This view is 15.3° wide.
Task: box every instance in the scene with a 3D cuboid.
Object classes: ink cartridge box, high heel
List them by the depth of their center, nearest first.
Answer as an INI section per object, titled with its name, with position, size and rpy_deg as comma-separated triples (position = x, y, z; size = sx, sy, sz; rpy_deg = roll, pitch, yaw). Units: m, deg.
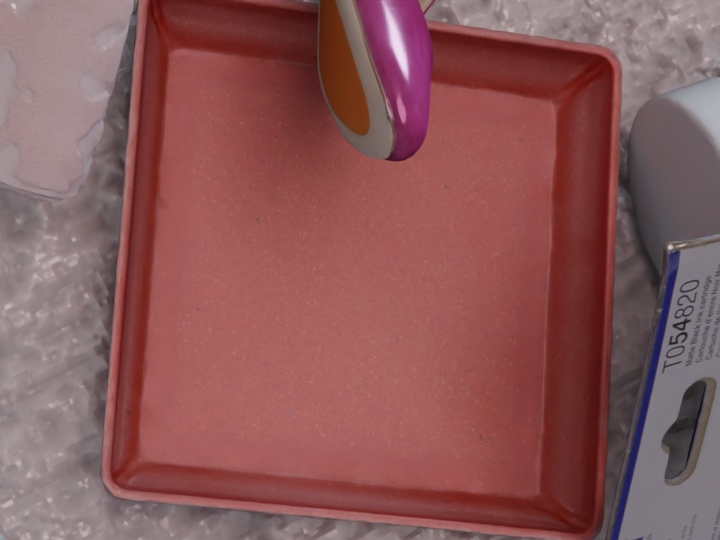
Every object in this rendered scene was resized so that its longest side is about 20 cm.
[high heel]
position = 0.028, -0.108, 1.016
size = 0.096, 0.200, 0.068
rpy_deg = -3, 124, -10
[ink cartridge box]
position = 0.180, 0.034, 1.022
size = 0.199, 0.200, 0.041
rpy_deg = -12, 44, -21

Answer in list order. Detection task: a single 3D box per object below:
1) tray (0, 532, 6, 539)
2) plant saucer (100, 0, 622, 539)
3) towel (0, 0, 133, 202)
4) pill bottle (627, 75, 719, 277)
[tray]
position = -0.137, 0.121, 0.948
size = 0.022, 0.107, 0.200
rpy_deg = -39, 93, -38
[plant saucer]
position = 0.000, 0.000, 1.046
size = 0.199, 0.037, 0.200
rpy_deg = 7, 78, -17
[towel]
position = -0.163, -0.144, 0.944
size = 0.191, 0.032, 0.200
rpy_deg = 19, 112, 3
[pill bottle]
position = 0.216, -0.052, 1.081
size = 0.200, 0.113, 0.113
rpy_deg = -18, 85, -19
